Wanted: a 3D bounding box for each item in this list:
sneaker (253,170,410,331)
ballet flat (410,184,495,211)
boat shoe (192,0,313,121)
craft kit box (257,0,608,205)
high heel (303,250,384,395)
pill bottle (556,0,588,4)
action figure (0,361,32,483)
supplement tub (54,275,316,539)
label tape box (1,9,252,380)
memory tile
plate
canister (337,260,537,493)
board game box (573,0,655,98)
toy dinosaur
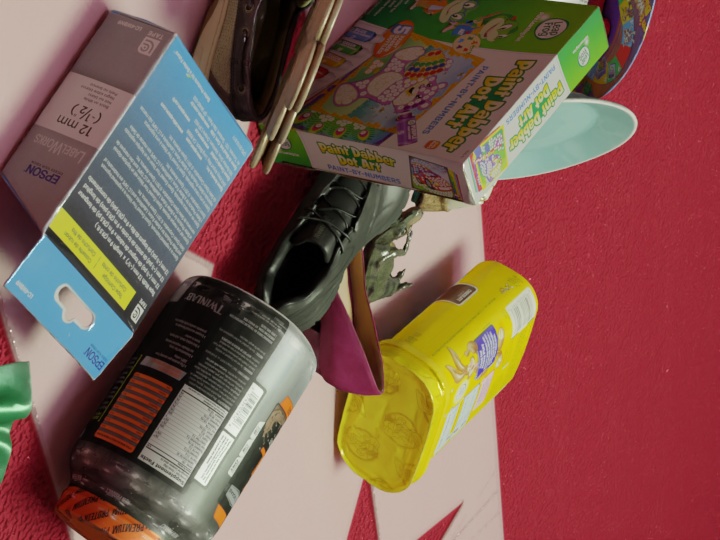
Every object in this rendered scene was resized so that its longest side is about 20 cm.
[{"bbox_3d":[-0.017,-0.040,1.430,0.201,0.076,0.091,-61,175,-2],"label":"sneaker"},{"bbox_3d":[0.080,-0.080,1.509,0.200,0.065,0.071,86,29,-81],"label":"ballet flat"},{"bbox_3d":[-0.062,-0.201,1.296,0.072,0.066,0.202,6,104,-61],"label":"boat shoe"},{"bbox_3d":[0.056,-0.141,1.401,0.200,0.197,0.049,-49,138,-32],"label":"craft kit box"},{"bbox_3d":[0.000,0.000,1.505,0.067,0.096,0.201,-20,125,-53],"label":"high heel"},{"bbox_3d":[0.145,-0.263,1.561,0.113,0.113,0.201,0,108,-60],"label":"pill bottle"},{"bbox_3d":[-0.298,0.110,1.112,0.199,0.055,0.119,-2,112,-52],"label":"action figure"},{"bbox_3d":[-0.128,0.115,1.335,0.201,0.122,0.123,-58,149,-18],"label":"supplement tub"},{"bbox_3d":[-0.168,-0.048,1.220,0.201,0.066,0.143,-57,149,-15],"label":"label tape box"},{"bbox_3d":[-0.031,-0.177,1.310,0.153,0.017,0.201,125,-15,-65],"label":"memory tile"},{"bbox_3d":[0.141,-0.121,1.601,0.200,0.199,0.026,20,59,-61],"label":"plate"},{"bbox_3d":[0.075,0.094,1.692,0.200,0.086,0.149,-38,152,-46],"label":"canister"},{"bbox_3d":[0.196,-0.253,1.622,0.158,0.039,0.201,133,-44,-56],"label":"board game box"},{"bbox_3d":[0.016,0.004,1.585,0.088,0.047,0.201,-53,166,-50],"label":"toy dinosaur"}]
